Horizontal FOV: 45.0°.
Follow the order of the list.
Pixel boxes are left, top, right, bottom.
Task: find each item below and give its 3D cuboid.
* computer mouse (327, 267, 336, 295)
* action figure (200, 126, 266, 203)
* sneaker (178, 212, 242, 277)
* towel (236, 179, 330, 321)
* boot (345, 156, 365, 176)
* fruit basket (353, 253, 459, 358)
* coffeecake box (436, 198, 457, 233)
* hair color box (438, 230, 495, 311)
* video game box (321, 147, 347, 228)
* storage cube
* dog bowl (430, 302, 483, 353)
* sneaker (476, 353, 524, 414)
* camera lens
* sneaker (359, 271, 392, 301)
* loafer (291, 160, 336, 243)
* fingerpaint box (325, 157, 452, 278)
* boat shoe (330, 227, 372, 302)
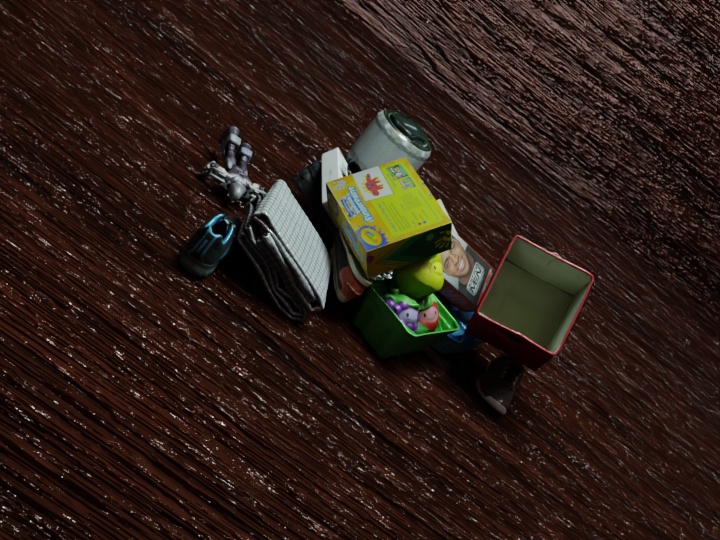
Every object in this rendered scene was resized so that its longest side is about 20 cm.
[{"bbox_3d":[0.000,0.000,1.666,0.058,0.034,0.199,26,40,34],"label":"computer mouse"},{"bbox_3d":[-0.238,-0.186,1.659,0.130,0.069,0.201,36,27,-30],"label":"action figure"},{"bbox_3d":[-0.225,-0.055,1.429,0.073,0.082,0.200,36,22,-5],"label":"sneaker"},{"bbox_3d":[-0.132,-0.033,1.483,0.201,0.085,0.166,57,19,-21],"label":"towel"},{"bbox_3d":[0.035,-0.120,1.754,0.201,0.069,0.174,62,10,20],"label":"boot"},{"bbox_3d":[0.104,0.049,1.609,0.156,0.216,0.215,50,25,21],"label":"fruit basket"},{"bbox_3d":[0.201,-0.035,1.970,0.154,0.073,0.201,58,11,-46],"label":"coffeecake box"},{"bbox_3d":[0.186,-0.007,1.778,0.200,0.061,0.102,38,64,-34],"label":"hair color box"},{"bbox_3d":[-0.021,-0.126,1.768,0.183,0.046,0.201,57,16,-32],"label":"video game box"},{"bbox_3d":[0.325,0.068,1.697,0.170,0.201,0.180,28,-15,7],"label":"storage cube"},{"bbox_3d":[0.189,0.121,1.804,0.199,0.050,0.112,2,45,-55],"label":"dog bowl"},{"bbox_3d":[0.290,0.213,1.759,0.077,0.082,0.200,39,23,-5],"label":"sneaker"},{"bbox_3d":[0.059,-0.270,2.083,0.159,0.200,0.160,33,24,-17],"label":"camera lens"},{"bbox_3d":[0.045,0.018,1.714,0.078,0.085,0.200,43,24,5],"label":"sneaker"},{"bbox_3d":[-0.079,-0.122,1.792,0.202,0.072,0.073,69,11,15],"label":"loafer"},{"bbox_3d":[0.049,-0.098,1.571,0.165,0.074,0.201,-19,48,-13],"label":"fingerpaint box"},{"bbox_3d":[-0.028,-0.015,1.598,0.071,0.063,0.201,39,18,-29],"label":"boat shoe"}]
